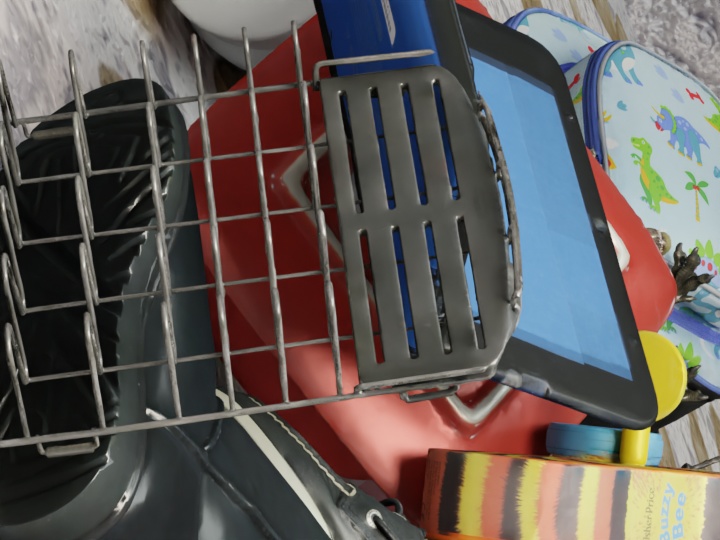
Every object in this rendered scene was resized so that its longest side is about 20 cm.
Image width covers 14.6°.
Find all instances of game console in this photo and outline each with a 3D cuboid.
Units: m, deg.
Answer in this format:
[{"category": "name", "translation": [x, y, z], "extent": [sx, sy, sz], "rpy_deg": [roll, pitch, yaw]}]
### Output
[{"category": "game console", "translation": [0.055, -0.063, 1.049], "extent": [0.171, 0.118, 0.200], "rpy_deg": [103, -21, -51]}]

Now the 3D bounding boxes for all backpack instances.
[{"category": "backpack", "translation": [0.116, -0.033, 1.428], "extent": [0.183, 0.147, 0.200], "rpy_deg": [26, 42, -42]}]

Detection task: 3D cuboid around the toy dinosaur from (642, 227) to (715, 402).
[{"category": "toy dinosaur", "translation": [0.121, 0.037, 1.312], "extent": [0.047, 0.088, 0.200], "rpy_deg": [51, -35, 34]}]

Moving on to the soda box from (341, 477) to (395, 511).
[{"category": "soda box", "translation": [0.008, 0.047, 1.316], "extent": [0.070, 0.063, 0.200], "rpy_deg": [-68, 137, -71]}]

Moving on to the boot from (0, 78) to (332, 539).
[{"category": "boot", "translation": [-0.063, 0.057, 0.967], "extent": [0.168, 0.076, 0.201], "rpy_deg": [55, 26, -43]}]

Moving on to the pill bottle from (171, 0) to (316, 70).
[{"category": "pill bottle", "translation": [-0.024, -0.144, 1.345], "extent": [0.200, 0.113, 0.113], "rpy_deg": [12, 60, -76]}]

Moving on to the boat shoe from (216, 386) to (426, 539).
[{"category": "boat shoe", "translation": [0.003, 0.121, 1.053], "extent": [0.066, 0.075, 0.200], "rpy_deg": [-25, 70, -42]}]

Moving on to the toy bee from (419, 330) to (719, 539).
[{"category": "toy bee", "translation": [0.121, 0.088, 1.116], "extent": [0.200, 0.108, 0.131], "rpy_deg": [-24, 110, -47]}]

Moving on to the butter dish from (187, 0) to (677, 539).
[{"category": "butter dish", "translation": [0.000, 0.000, 1.187], "extent": [0.200, 0.148, 0.200], "rpy_deg": [53, 52, -9]}]

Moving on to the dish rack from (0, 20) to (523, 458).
[{"category": "dish rack", "translation": [-0.051, -0.017, 0.875], "extent": [0.055, 0.199, 0.154], "rpy_deg": [85, -2, -51]}]

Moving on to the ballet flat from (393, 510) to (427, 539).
[{"category": "ballet flat", "translation": [0.071, 0.178, 1.214], "extent": [0.200, 0.074, 0.074], "rpy_deg": [40, 11, 6]}]
